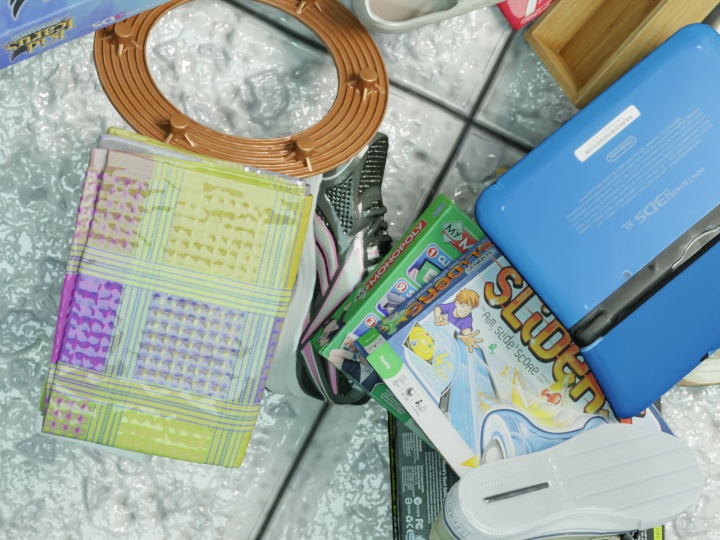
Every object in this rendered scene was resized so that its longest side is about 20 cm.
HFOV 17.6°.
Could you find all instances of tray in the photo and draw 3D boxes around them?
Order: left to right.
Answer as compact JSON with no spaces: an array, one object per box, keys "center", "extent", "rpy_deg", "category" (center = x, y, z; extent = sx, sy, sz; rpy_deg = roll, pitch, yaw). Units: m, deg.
[{"center":[0.203,-0.200,1.561],"extent":[0.037,0.099,0.200],"rpy_deg":[33,108,-34],"category":"tray"}]

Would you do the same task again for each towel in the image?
[{"center":[-0.118,0.019,1.477],"extent":[0.143,0.023,0.200],"rpy_deg":[12,100,-6],"category":"towel"}]

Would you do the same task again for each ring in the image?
[{"center":[-0.076,-0.139,1.537],"extent":[0.200,0.201,0.019],"rpy_deg":[15,139,-6],"category":"ring"}]

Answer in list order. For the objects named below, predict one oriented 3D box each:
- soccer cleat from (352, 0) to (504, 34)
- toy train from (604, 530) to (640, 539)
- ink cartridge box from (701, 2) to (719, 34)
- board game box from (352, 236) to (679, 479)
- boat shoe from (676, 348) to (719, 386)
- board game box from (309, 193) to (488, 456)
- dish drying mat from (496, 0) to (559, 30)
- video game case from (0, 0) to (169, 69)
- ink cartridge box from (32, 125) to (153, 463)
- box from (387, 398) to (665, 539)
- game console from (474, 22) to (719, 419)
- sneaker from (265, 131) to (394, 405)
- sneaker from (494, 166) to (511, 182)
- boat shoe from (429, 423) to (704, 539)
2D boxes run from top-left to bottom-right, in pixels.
[{"center":[0.089,-0.209,1.564],"extent":[0.200,0.078,0.069],"rpy_deg":[-24,99,7],"category":"soccer cleat"},{"center":[0.165,0.204,1.627],"extent":[0.046,0.034,0.200],"rpy_deg":[29,96,1],"category":"toy train"},{"center":[0.276,-0.180,1.580],"extent":[0.068,0.116,0.200],"rpy_deg":[33,95,-9],"category":"ink cartridge box"},{"center":[0.106,0.082,1.555],"extent":[0.135,0.034,0.200],"rpy_deg":[-40,114,-2],"category":"board game box"},{"center":[0.306,0.034,1.638],"extent":[0.200,0.072,0.065],"rpy_deg":[-11,104,3],"category":"boat shoe"},{"center":[0.082,0.061,1.576],"extent":[0.200,0.029,0.135],"rpy_deg":[41,91,-23],"category":"board game box"},{"center":[0.083,-0.268,1.602],"extent":[0.077,0.018,0.200],"rpy_deg":[-33,100,2],"category":"dish drying mat"},{"center":[-0.244,-0.225,1.529],"extent":[0.200,0.045,0.181],"rpy_deg":[-22,70,-1],"category":"video game case"},{"center":[-0.150,0.011,1.561],"extent":[0.084,0.146,0.200],"rpy_deg":[16,96,-6],"category":"ink cartridge box"},{"center":[0.117,0.127,1.650],"extent":[0.193,0.048,0.200],"rpy_deg":[-4,98,-6],"category":"box"},{"center":[0.196,-0.030,1.523],"extent":[0.200,0.118,0.171],"rpy_deg":[-39,82,-5],"category":"game console"},{"center":[0.000,0.000,1.595],"extent":[0.086,0.080,0.200],"rpy_deg":[18,109,23],"category":"sneaker"},{"center":[0.178,-0.007,1.624],"extent":[0.200,0.075,0.090],"rpy_deg":[17,96,2],"category":"sneaker"},{"center":[0.133,0.147,1.533],"extent":[0.200,0.062,0.072],"rpy_deg":[-5,67,-29],"category":"boat shoe"}]
